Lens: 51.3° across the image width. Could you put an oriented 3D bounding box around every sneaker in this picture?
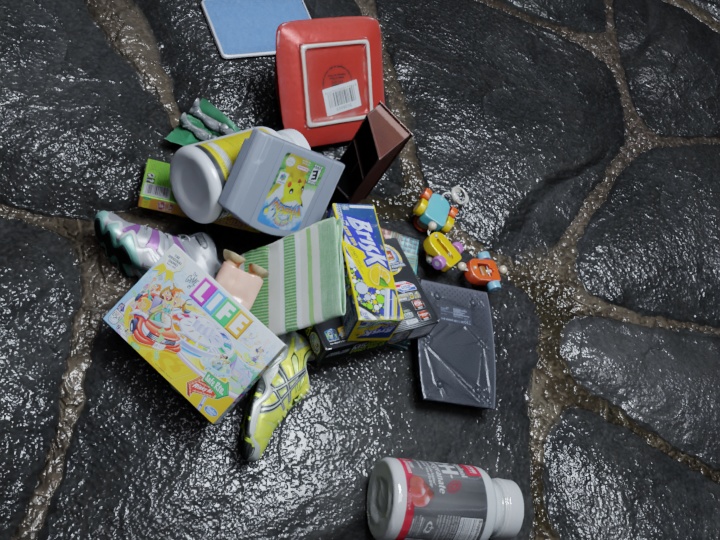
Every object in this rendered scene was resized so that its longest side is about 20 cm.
[{"bbox_3d":[-0.111,0.170,1.033,0.076,0.075,0.200,23,59,-10],"label":"sneaker"},{"bbox_3d":[-0.270,-0.036,1.075,0.200,0.078,0.140,46,55,-7],"label":"sneaker"}]

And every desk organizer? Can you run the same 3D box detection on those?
[{"bbox_3d":[-0.003,-0.166,1.175,0.072,0.200,0.077,46,59,3],"label":"desk organizer"}]

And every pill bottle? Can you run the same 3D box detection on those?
[{"bbox_3d":[0.118,0.322,1.030,0.200,0.111,0.111,11,61,-18],"label":"pill bottle"},{"bbox_3d":[-0.168,-0.147,1.097,0.200,0.112,0.112,-26,77,-41],"label":"pill bottle"}]

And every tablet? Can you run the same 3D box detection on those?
[{"bbox_3d":[-0.176,-0.441,1.354,0.200,0.014,0.130,-14,71,-27],"label":"tablet"}]

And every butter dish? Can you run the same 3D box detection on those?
[{"bbox_3d":[-0.073,-0.320,1.265,0.200,0.148,0.200,-16,112,-30],"label":"butter dish"}]

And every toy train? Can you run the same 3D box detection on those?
[{"bbox_3d":[0.158,-0.047,1.274,0.150,0.056,0.200,-1,62,-36],"label":"toy train"}]

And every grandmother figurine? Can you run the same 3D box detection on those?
[{"bbox_3d":[-0.195,0.079,1.019,0.121,0.061,0.200,28,82,0],"label":"grandmother figurine"}]

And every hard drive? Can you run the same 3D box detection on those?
[{"bbox_3d":[0.145,0.120,1.185,0.135,0.042,0.200,11,60,-18],"label":"hard drive"}]

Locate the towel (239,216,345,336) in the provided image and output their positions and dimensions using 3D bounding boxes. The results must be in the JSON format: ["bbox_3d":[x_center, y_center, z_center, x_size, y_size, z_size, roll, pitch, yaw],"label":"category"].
[{"bbox_3d":[-0.105,0.020,1.052,0.023,0.200,0.153,30,49,-48],"label":"towel"}]

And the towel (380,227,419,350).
[{"bbox_3d":[0.022,0.015,1.195,0.146,0.022,0.200,18,60,-17],"label":"towel"}]

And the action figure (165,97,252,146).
[{"bbox_3d":[-0.194,-0.193,1.198,0.200,0.055,0.118,34,54,-9],"label":"action figure"}]

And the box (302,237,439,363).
[{"bbox_3d":[-0.002,0.040,1.121,0.200,0.044,0.160,-11,62,-29],"label":"box"}]

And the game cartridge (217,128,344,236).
[{"bbox_3d":[-0.109,-0.115,1.068,0.040,0.134,0.200,35,13,31],"label":"game cartridge"}]

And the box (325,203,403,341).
[{"bbox_3d":[0.000,0.000,1.080,0.070,0.064,0.200,0,57,-22],"label":"box"}]

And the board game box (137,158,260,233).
[{"bbox_3d":[-0.229,-0.111,1.137,0.200,0.030,0.096,10,40,-15],"label":"board game box"}]

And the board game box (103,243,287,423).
[{"bbox_3d":[-0.213,0.081,0.971,0.200,0.034,0.134,41,82,8],"label":"board game box"}]
